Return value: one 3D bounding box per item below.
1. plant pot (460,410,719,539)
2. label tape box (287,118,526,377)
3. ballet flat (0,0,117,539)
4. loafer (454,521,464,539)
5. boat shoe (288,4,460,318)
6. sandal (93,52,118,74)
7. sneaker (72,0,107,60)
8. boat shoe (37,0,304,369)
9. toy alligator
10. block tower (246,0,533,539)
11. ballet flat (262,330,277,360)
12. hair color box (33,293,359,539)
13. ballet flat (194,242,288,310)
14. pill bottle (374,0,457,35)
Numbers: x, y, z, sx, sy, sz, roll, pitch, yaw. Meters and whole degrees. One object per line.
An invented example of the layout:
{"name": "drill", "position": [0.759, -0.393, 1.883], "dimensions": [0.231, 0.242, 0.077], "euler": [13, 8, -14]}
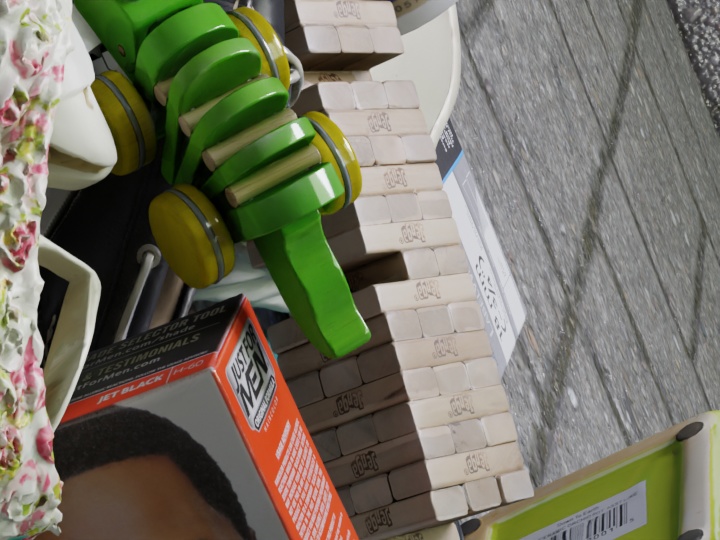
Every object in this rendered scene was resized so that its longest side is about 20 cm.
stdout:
{"name": "plant pot", "position": [0.143, 0.190, 1.182], "dimensions": [0.182, 0.199, 0.199], "euler": [58, 18, -16]}
{"name": "label tape box", "position": [0.017, -0.006, 1.218], "dimensions": [0.200, 0.063, 0.145], "euler": [-55, 124, -72]}
{"name": "ballet flat", "position": [-0.102, -0.015, 0.717], "dimensions": [0.064, 0.076, 0.201], "euler": [14, 75, -27]}
{"name": "loafer", "position": [0.013, 0.166, 0.992], "dimensions": [0.201, 0.068, 0.071], "euler": [-87, 162, -44]}
{"name": "boat shoe", "position": [-0.003, -0.054, 1.115], "dimensions": [0.072, 0.063, 0.201], "euler": [8, 82, -40]}
{"name": "sandal", "position": [-0.103, -0.135, 0.957], "dimensions": [0.079, 0.059, 0.207], "euler": [-86, 153, -56]}
{"name": "sneaker", "position": [-0.113, -0.110, 0.833], "dimensions": [0.090, 0.070, 0.200], "euler": [63, 29, -15]}
{"name": "boat shoe", "position": [-0.052, -0.048, 0.815], "dimensions": [0.201, 0.060, 0.074], "euler": [-62, 166, -15]}
{"name": "toy alligator", "position": [-0.054, -0.064, 0.748], "dimensions": [0.200, 0.059, 0.054], "euler": [56, -24, 13]}
{"name": "block tower", "position": [0.000, 0.000, 0.874], "dimensions": [0.054, 0.058, 0.201], "euler": [-6, 78, -49]}
{"name": "ballet flat", "position": [-0.043, 0.080, 0.916], "dimensions": [0.200, 0.069, 0.070], "euler": [-62, 130, -71]}
{"name": "hair color box", "position": [-0.042, 0.120, 0.776], "dimensions": [0.061, 0.101, 0.201], "euler": [-69, 136, -68]}
{"name": "ballet flat", "position": [-0.023, -0.020, 0.969], "dimensions": [0.200, 0.069, 0.070], "euler": [1, 69, -58]}
{"name": "pill bottle", "position": [-0.029, -0.180, 0.907], "dimensions": [0.200, 0.111, 0.111], "euler": [53, 23, -48]}
